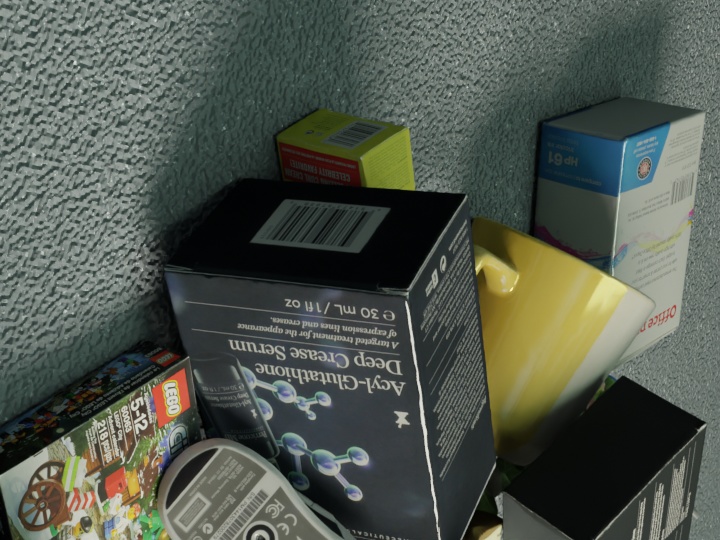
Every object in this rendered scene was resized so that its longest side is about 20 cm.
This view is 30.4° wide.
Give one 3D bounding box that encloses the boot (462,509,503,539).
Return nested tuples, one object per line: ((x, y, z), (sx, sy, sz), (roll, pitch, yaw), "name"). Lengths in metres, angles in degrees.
((0.036, 0.242, 0.870), (0.200, 0.072, 0.156), (5, 94, -66), "boot")

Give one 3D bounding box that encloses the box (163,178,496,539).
((-0.011, 0.060, 0.785), (0.107, 0.148, 0.201), (-56, 143, -49), "box")

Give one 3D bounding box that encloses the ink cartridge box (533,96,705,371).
((0.215, -0.033, 1.123), (0.144, 0.084, 0.201), (-21, 119, -47), "ink cartridge box")

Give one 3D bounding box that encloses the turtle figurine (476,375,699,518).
((0.183, 0.178, 1.119), (0.193, 0.143, 0.201), (-18, 114, -45), "turtle figurine")

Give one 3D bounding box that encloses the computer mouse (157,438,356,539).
((-0.029, 0.173, 0.758), (0.110, 0.200, 0.044), (-47, 175, -5), "computer mouse")

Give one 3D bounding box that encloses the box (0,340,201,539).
((-0.145, 0.159, 0.758), (0.136, 0.038, 0.201), (-33, 128, -42), "box")

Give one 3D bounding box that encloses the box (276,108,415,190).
((0.000, 0.000, 0.858), (0.050, 0.075, 0.201), (-35, 131, -40), "box")

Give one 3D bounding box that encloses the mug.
((0.105, 0.052, 0.988), (0.186, 0.149, 0.154), (26, 91, -21), "mug")

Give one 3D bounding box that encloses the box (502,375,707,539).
((0.174, 0.198, 0.969), (0.141, 0.079, 0.201), (-40, 143, -31), "box")
